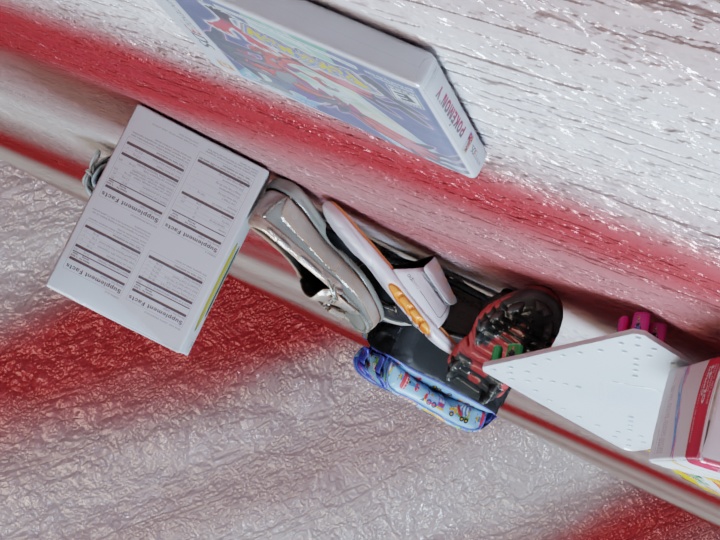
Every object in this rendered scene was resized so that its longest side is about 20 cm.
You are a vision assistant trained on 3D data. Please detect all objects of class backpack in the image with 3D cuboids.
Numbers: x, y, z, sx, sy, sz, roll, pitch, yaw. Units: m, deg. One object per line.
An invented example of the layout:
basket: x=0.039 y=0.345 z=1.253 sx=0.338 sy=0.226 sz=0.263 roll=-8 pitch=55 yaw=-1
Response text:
backpack: x=0.078 y=0.093 z=1.893 sx=0.182 sy=0.135 sz=0.200 roll=30 pitch=177 yaw=-23

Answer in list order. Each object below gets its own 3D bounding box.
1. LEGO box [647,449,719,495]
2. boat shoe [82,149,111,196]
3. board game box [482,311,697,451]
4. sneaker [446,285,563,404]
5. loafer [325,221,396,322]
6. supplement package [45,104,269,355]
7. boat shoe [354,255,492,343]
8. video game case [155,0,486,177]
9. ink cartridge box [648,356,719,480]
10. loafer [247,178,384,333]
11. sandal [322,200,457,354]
LEGO box: x=0.387 y=0.190 z=1.629 sx=0.148 sy=0.078 sz=0.200 roll=23 pitch=173 yaw=29
boat shoe: x=-0.336 y=-0.121 z=2.129 sx=0.068 sy=0.074 sz=0.199 roll=24 pitch=176 yaw=-23
board game box: x=0.243 y=0.102 z=1.405 sx=0.199 sy=0.026 sz=0.199 roll=30 pitch=153 yaw=-28
sneaker: x=0.147 y=0.051 z=1.511 sx=0.071 sy=0.098 sz=0.201 roll=36 pitch=151 yaw=2
loafer: x=0.000 y=0.000 z=1.733 sx=0.199 sy=0.072 sz=0.063 roll=31 pitch=170 yaw=-10
supplement package: x=-0.201 y=-0.037 z=1.621 sx=0.150 sy=0.201 sz=0.152 roll=26 pitch=175 yaw=-1
boat shoe: x=0.076 y=0.034 z=1.656 sx=0.199 sy=0.074 sz=0.060 roll=29 pitch=169 yaw=14
video game case: x=-0.030 y=-0.123 z=0.938 sx=0.199 sy=0.023 sz=0.182 roll=25 pitch=174 yaw=18
ink cartridge box: x=0.314 y=0.126 z=1.216 sx=0.146 sy=0.086 sz=0.200 roll=14 pitch=175 yaw=1
loafer: x=-0.049 y=-0.002 z=1.620 sx=0.072 sy=0.063 sz=0.201 roll=7 pitch=140 yaw=50
sandal: x=0.046 y=-0.002 z=1.575 sx=0.207 sy=0.059 sz=0.079 roll=50 pitch=176 yaw=-12
